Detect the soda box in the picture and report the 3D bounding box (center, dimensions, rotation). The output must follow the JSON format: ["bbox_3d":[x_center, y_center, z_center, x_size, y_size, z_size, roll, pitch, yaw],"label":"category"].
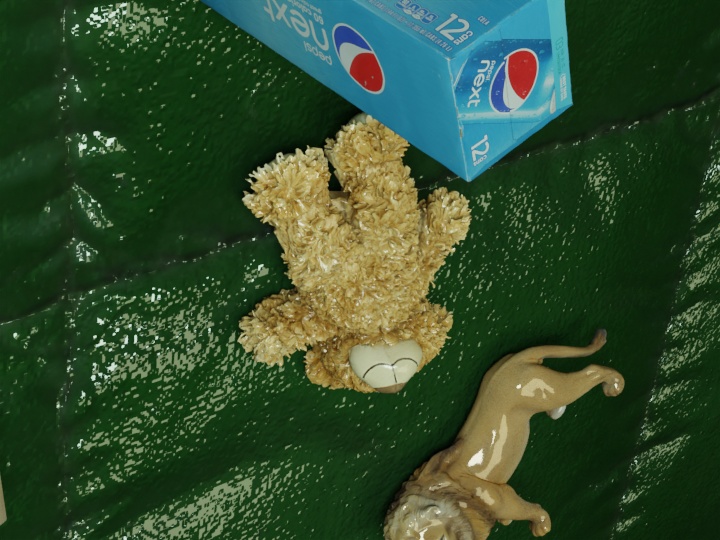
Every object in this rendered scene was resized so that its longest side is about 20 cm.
[{"bbox_3d":[0.000,-0.122,0.706,0.064,0.200,0.068,-35,139,-20],"label":"soda box"}]

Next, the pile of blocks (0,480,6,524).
[{"bbox_3d":[-0.222,0.050,0.744,0.062,0.082,0.201,-5,124,10],"label":"pile of blocks"}]

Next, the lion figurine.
[{"bbox_3d":[0.093,0.115,1.101,0.122,0.072,0.201,25,86,-38],"label":"lion figurine"}]

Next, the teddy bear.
[{"bbox_3d":[0.000,0.000,0.908,0.144,0.067,0.201,-19,131,-31],"label":"teddy bear"}]
